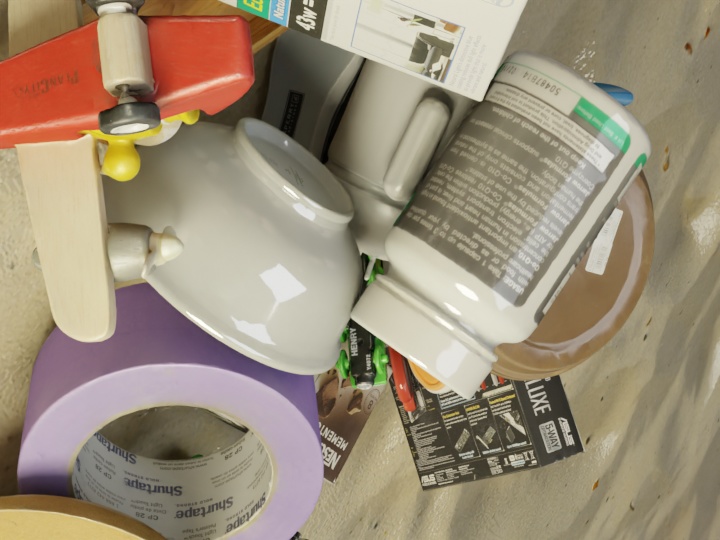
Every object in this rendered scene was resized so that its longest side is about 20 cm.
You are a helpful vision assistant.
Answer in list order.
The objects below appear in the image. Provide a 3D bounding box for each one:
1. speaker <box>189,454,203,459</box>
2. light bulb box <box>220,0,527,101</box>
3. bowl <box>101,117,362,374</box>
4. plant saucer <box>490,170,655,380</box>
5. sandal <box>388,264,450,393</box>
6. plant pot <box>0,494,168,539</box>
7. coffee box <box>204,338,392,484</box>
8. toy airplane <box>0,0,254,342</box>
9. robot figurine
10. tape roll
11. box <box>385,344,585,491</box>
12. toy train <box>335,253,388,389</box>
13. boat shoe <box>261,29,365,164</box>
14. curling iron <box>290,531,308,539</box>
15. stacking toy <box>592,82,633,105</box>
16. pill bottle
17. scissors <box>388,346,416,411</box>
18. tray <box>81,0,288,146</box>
[{"bbox_3d":[-0.161,0.244,0.947,0.201,0.088,0.089,-52,142,-19],"label":"speaker"},{"bbox_3d":[0.023,-0.244,0.749,0.125,0.198,0.200,110,0,-66],"label":"light bulb box"},{"bbox_3d":[-0.067,-0.034,0.799,0.091,0.201,0.200,-49,148,16],"label":"bowl"},{"bbox_3d":[0.143,-0.013,0.895,0.198,0.029,0.202,-9,109,-28],"label":"plant saucer"},{"bbox_3d":[0.053,0.006,0.974,0.059,0.079,0.209,-14,127,-36],"label":"sandal"},{"bbox_3d":[-0.198,0.205,0.819,0.201,0.198,0.028,71,18,-44],"label":"plant pot"},{"bbox_3d":[-0.067,0.080,0.980,0.114,0.079,0.200,-61,145,-12],"label":"coffee box"},{"bbox_3d":[-0.159,-0.091,0.684,0.201,0.199,0.141,-58,156,16],"label":"toy airplane"},{"bbox_3d":[0.039,-0.092,0.892,0.170,0.112,0.202,-56,169,-80],"label":"robot figurine"},{"bbox_3d":[-0.125,0.111,0.824,0.198,0.085,0.202,-4,127,-5],"label":"tape roll"},{"bbox_3d":[0.094,0.099,1.057,0.049,0.200,0.159,-13,81,-29],"label":"box"},{"bbox_3d":[0.000,0.000,0.977,0.056,0.041,0.202,52,32,-66],"label":"toy train"},{"bbox_3d":[-0.028,-0.132,0.929,0.066,0.069,0.202,-1,108,-68],"label":"boat shoe"},{"bbox_3d":[-0.088,0.240,0.979,0.025,0.200,0.050,38,60,-9],"label":"curling iron"},{"bbox_3d":[0.157,-0.043,0.961,0.109,0.115,0.202,-9,93,-51],"label":"stacking toy"},{"bbox_3d":[0.086,-0.027,0.782,0.201,0.113,0.113,-56,144,-2],"label":"pill bottle"},{"bbox_3d":[0.020,0.023,1.063,0.073,0.014,0.202,31,45,-80],"label":"scissors"},{"bbox_3d":[-0.112,-0.177,0.816,0.200,0.037,0.099,-42,138,-31],"label":"tray"}]
